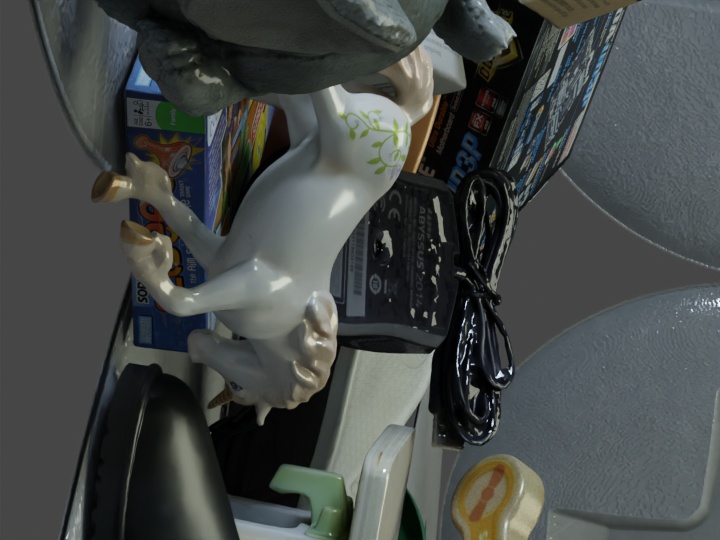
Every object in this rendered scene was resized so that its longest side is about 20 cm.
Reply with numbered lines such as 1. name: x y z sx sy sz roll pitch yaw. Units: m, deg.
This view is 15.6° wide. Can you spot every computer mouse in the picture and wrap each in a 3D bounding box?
1. computer mouse: 0.000 0.000 1.209 0.200 0.053 0.139 22 70 -51

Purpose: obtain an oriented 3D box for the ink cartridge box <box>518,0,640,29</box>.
1. ink cartridge box: 0.083 -0.217 1.168 0.165 0.075 0.201 -14 86 -79

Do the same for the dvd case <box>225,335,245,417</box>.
1. dvd case: -0.049 0.032 1.521 0.150 0.025 0.201 76 21 -73

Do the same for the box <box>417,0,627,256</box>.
1. box: 0.086 -0.104 1.376 0.159 0.046 0.200 -46 161 -45

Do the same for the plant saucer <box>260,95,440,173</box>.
1. plant saucer: -0.016 -0.064 1.346 0.200 0.037 0.201 -54 -157 36

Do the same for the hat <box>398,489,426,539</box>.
1. hat: -0.074 0.166 1.447 0.200 0.176 0.166 -16 -120 53

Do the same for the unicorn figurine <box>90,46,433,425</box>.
1. unicorn figurine: -0.038 -0.018 1.043 0.200 0.137 0.074 -47 -143 17

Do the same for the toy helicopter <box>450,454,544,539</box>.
1. toy helicopter: 0.053 0.177 1.228 0.079 0.132 0.201 38 42 -35

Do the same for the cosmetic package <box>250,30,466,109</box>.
1. cosmetic package: -0.012 -0.174 1.113 0.108 0.084 0.201 11 71 -77

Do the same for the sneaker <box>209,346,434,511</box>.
1. sneaker: -0.027 0.066 1.350 0.071 0.099 0.201 33 73 -48

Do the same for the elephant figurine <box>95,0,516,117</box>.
1. elephant figurine: -0.029 -0.127 0.886 0.142 0.155 0.200 62 -11 4

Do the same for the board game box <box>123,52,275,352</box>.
1. board game box: -0.067 -0.078 1.161 0.200 0.034 0.136 -78 172 -52

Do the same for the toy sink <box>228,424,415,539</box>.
1. toy sink: -0.050 0.166 1.226 0.130 0.112 0.201 -37 138 -82

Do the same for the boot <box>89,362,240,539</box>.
1. boot: -0.033 0.143 1.110 0.073 0.162 0.199 -49 145 -77
